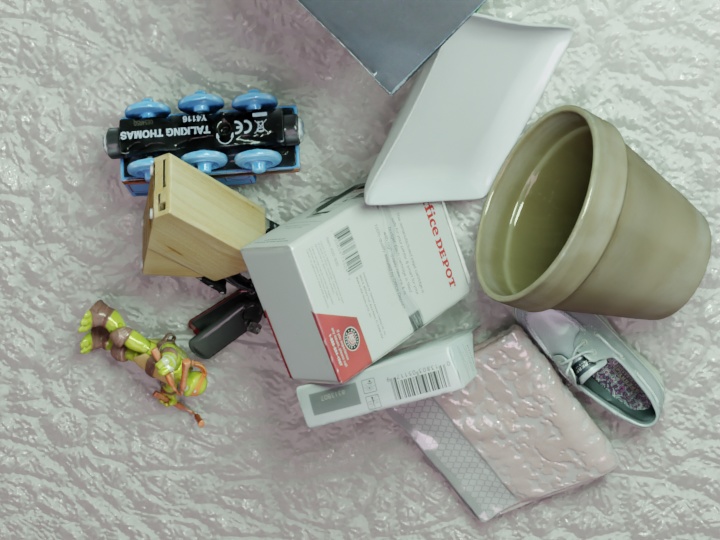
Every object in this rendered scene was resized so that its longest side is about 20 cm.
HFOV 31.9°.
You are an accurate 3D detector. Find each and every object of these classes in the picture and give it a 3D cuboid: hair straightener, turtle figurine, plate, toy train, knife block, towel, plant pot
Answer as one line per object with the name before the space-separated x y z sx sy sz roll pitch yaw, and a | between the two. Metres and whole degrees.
hair straightener | -0.100 0.044 1.348 0.199 0.077 0.041 -27 126 16
turtle figurine | -0.227 0.092 1.371 0.161 0.200 0.065 29 71 6
plate | 0.098 -0.154 1.187 0.032 0.200 0.200 42 119 30
toy train | -0.152 -0.126 1.256 0.199 0.114 0.087 -5 78 1
knife block | -0.129 -0.039 1.254 0.175 0.064 0.200 1 156 -14
towel | 0.153 0.175 1.381 0.191 0.032 0.200 -30 108 28
plant pot | 0.234 -0.035 1.217 0.173 0.200 0.200 22 117 -22

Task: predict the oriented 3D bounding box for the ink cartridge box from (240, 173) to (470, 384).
ink cartridge box | 0.000 0.000 1.236 0.083 0.200 0.147 -2 114 48

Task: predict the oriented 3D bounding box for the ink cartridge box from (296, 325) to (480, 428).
ink cartridge box | 0.041 0.107 1.283 0.162 0.200 0.057 -17 85 15

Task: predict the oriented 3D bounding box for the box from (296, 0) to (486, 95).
box | 0.008 -0.279 1.034 0.198 0.200 0.123 43 115 -13

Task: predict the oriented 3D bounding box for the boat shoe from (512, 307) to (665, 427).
boat shoe | 0.243 0.090 1.320 0.201 0.072 0.070 38 115 -8
